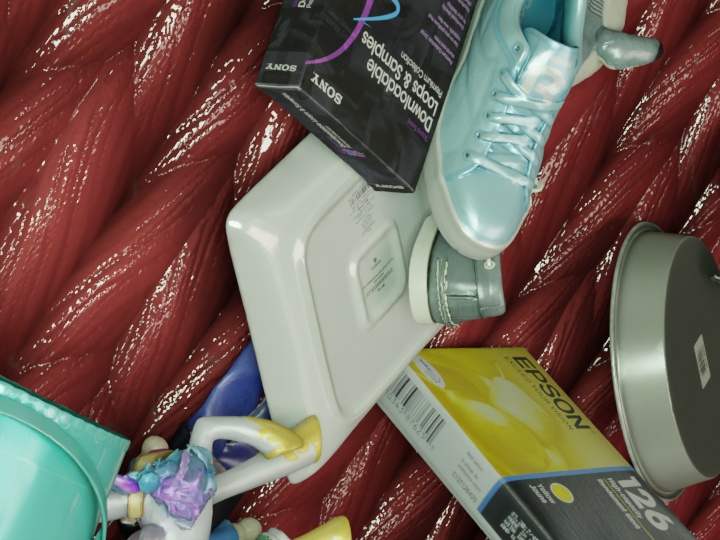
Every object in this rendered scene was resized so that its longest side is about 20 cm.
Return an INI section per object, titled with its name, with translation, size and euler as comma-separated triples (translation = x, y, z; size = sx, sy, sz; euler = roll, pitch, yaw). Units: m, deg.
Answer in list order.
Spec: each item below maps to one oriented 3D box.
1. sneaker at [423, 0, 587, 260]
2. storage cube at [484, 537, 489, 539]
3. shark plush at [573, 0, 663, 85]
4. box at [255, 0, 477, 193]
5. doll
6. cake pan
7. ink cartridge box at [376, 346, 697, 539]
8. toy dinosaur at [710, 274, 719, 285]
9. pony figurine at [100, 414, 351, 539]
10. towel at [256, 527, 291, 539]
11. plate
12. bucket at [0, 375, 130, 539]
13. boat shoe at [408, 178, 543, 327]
[sneaker]
translation = 0.091, -0.107, 1.607
size = 0.074, 0.082, 0.200
euler = 16, 71, -20
[storage cube]
translation = 0.153, 0.273, 1.867
size = 0.200, 0.180, 0.171
euler = -41, 157, -27
[shark plush]
translation = 0.096, -0.150, 1.709
size = 0.200, 0.091, 0.083
euler = -22, 104, -26
[box]
translation = 0.016, -0.164, 1.570
size = 0.143, 0.036, 0.200
euler = 38, 66, -52
[doll]
translation = -0.094, 0.127, 1.641
size = 0.200, 0.048, 0.136
euler = -52, 141, -14
[cake pan]
translation = 0.226, 0.063, 1.903
size = 0.200, 0.037, 0.200
euler = -5, 90, -66
[ink cartridge box]
translation = 0.131, 0.128, 1.781
size = 0.200, 0.198, 0.047
euler = -2, 132, -47
[toy dinosaur]
translation = 0.293, -0.046, 1.932
size = 0.086, 0.200, 0.136
euler = 7, 117, -10
[pony figurine]
translation = -0.109, 0.171, 1.541
size = 0.200, 0.167, 0.193
euler = -3, 79, -17
[towel]
translation = -0.103, 0.261, 1.701
size = 0.200, 0.031, 0.149
euler = -49, 155, -13
[plate]
translation = 0.000, 0.000, 1.642
size = 0.200, 0.032, 0.200
euler = -46, 135, -42
[bucket]
translation = -0.224, 0.109, 1.371
size = 0.207, 0.207, 0.135
euler = 31, 83, -52
[boat shoe]
translation = 0.084, -0.037, 1.684
size = 0.200, 0.062, 0.073
euler = -66, 151, -47
